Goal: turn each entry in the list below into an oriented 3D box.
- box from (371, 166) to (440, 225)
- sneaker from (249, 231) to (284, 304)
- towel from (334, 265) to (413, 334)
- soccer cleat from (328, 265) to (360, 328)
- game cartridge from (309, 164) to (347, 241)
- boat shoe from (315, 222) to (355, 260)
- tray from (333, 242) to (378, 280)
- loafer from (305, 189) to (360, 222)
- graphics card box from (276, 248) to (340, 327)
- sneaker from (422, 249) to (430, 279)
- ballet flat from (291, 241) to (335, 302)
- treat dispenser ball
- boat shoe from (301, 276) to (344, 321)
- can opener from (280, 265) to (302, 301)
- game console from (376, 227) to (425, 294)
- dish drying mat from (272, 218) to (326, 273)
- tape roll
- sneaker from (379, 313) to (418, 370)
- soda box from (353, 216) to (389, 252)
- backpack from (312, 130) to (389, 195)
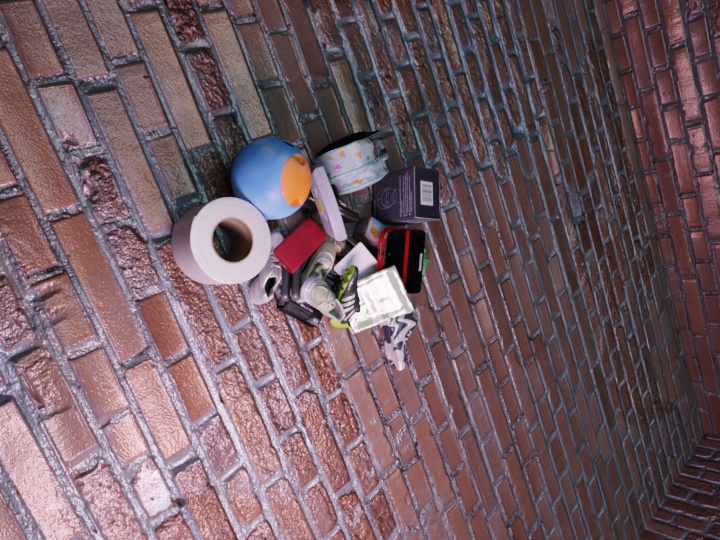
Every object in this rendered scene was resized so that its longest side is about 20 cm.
[{"bbox_3d":[0.133,-0.218,1.594,0.107,0.200,0.149,0,89,-38],"label":"box"},{"bbox_3d":[-0.229,-0.007,1.387,0.070,0.080,0.201,19,75,-33],"label":"sneaker"},{"bbox_3d":[0.037,0.090,1.539,0.199,0.023,0.153,-23,107,10],"label":"towel"},{"bbox_3d":[-0.031,0.075,1.496,0.081,0.068,0.201,13,116,-16],"label":"soccer cleat"},{"bbox_3d":[-0.091,-0.178,1.395,0.040,0.133,0.201,-23,108,-14],"label":"game cartridge"},{"bbox_3d":[-0.068,-0.080,1.520,0.200,0.064,0.072,28,72,-33],"label":"boat shoe"},{"bbox_3d":[0.000,0.000,1.543,0.107,0.022,0.200,-45,140,-3],"label":"tray"},{"bbox_3d":[-0.077,-0.196,1.512,0.199,0.073,0.072,25,75,-34],"label":"loafer"},{"bbox_3d":[-0.137,0.044,1.472,0.125,0.051,0.201,33,68,-32],"label":"graphics card box"},{"bbox_3d":[0.165,0.012,1.688,0.084,0.074,0.200,52,60,-19],"label":"sneaker"},{"bbox_3d":[-0.113,0.003,1.420,0.069,0.069,0.200,44,64,-27],"label":"ballet flat"},{"bbox_3d":[-0.223,-0.230,1.324,0.200,0.200,0.202,2,87,-37],"label":"treat dispenser ball"},{"bbox_3d":[-0.091,0.075,1.382,0.072,0.062,0.200,-58,152,-10],"label":"boat shoe"},{"bbox_3d":[-0.175,-0.006,1.390,0.067,0.052,0.201,78,9,-55],"label":"can opener"},{"bbox_3d":[0.122,-0.026,1.591,0.176,0.031,0.201,-2,99,-41],"label":"game console"},{"bbox_3d":[-0.157,-0.069,1.389,0.077,0.018,0.200,50,38,-10],"label":"dish drying mat"},{"bbox_3d":[-0.334,-0.067,1.272,0.202,0.139,0.204,1,88,-38],"label":"tape roll"},{"bbox_3d":[0.137,0.201,1.654,0.129,0.079,0.200,-17,88,-28],"label":"sneaker"},{"bbox_3d":[0.075,-0.089,1.631,0.200,0.063,0.069,30,70,-33],"label":"soda box"},{"bbox_3d":[-0.028,-0.297,1.469,0.200,0.175,0.154,-28,104,-58],"label":"backpack"}]
